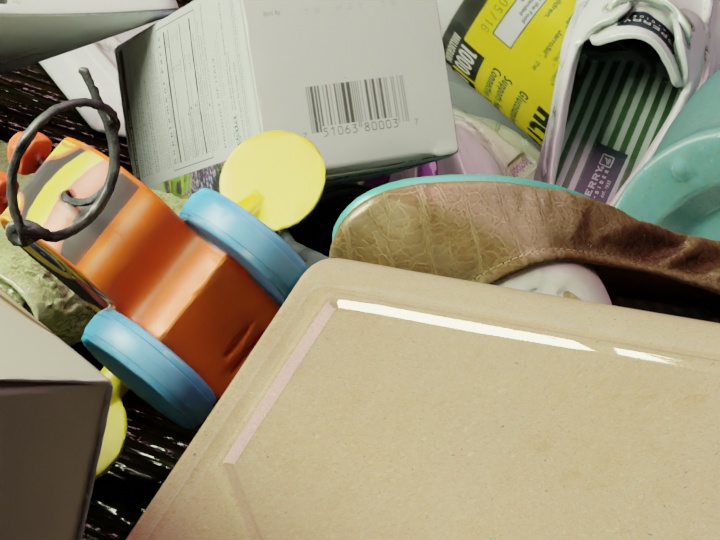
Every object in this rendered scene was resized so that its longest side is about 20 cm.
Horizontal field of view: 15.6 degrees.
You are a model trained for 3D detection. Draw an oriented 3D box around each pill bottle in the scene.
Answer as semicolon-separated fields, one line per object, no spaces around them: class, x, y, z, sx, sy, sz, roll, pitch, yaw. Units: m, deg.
pill bottle;0.133;-0.087;1.213;0.200;0.113;0.112;42;23;10

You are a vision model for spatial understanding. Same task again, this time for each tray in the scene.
tray;-0.110;-0.103;1.350;0.107;0.022;0.200;7;19;-24

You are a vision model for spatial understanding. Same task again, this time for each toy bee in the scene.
toy bee;-0.067;-0.007;0.843;0.131;0.201;0.108;-35;41;-25

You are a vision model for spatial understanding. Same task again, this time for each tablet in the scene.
tablet;-0.177;-0.097;1.124;0.129;0.014;0.200;-3;-3;-32

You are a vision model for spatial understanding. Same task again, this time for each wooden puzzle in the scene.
wooden puzzle;0.031;0.073;0.725;0.184;0.037;0.200;10;41;26

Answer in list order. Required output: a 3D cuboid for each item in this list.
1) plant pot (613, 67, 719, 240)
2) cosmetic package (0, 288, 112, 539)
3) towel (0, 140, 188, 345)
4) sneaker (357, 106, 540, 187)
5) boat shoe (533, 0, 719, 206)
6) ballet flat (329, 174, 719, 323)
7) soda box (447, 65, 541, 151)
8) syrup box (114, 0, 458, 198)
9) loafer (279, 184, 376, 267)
plant pot;0.191;-0.008;1.025;0.199;0.201;0.188;24;25;27
cosmetic package;-0.154;0.035;0.718;0.073;0.104;0.200;1;23;-39
towel;-0.143;-0.014;0.972;0.199;0.037;0.148;16;19;36
sneaker;0.057;-0.035;1.179;0.099;0.075;0.200;12;17;-11
boat shoe;0.120;-0.085;1.109;0.073;0.201;0.067;13;-24;6
ballet flat;0.082;0.019;0.868;0.199;0.068;0.073;13;39;-38
soda box;0.029;-0.091;1.294;0.199;0.064;0.068;19;39;-8
syrup box;-0.035;-0.070;1.058;0.078;0.082;0.200;-9;-1;-19
loafer;0.000;0.000;1.024;0.068;0.071;0.201;16;16;0
